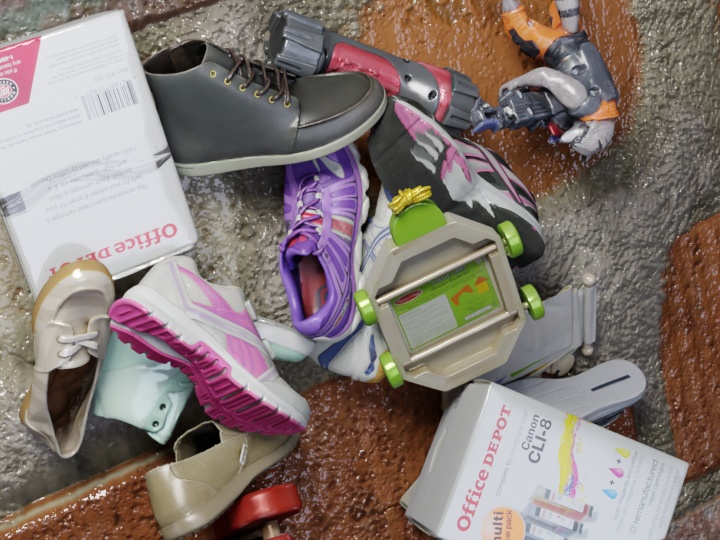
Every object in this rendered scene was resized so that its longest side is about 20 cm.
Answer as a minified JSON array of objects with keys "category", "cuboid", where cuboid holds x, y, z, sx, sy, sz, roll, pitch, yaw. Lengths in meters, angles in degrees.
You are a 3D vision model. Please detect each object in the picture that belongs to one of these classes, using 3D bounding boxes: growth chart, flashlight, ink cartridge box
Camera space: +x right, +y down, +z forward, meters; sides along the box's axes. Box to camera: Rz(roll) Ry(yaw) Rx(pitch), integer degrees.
[{"category":"growth chart","cuboid":[0.161,0.078,1.134,0.198,0.018,0.146,-21,138,-20]},{"category":"flashlight","cuboid":[0.010,-0.175,1.025,0.198,0.068,0.069,15,89,-26]},{"category":"ink cartridge box","cuboid":[-0.235,-0.095,0.926,0.144,0.083,0.202,-22,109,-17]},{"category":"ink cartridge box","cuboid":[0.163,0.202,1.027,0.198,0.145,0.147,22,82,-5]}]

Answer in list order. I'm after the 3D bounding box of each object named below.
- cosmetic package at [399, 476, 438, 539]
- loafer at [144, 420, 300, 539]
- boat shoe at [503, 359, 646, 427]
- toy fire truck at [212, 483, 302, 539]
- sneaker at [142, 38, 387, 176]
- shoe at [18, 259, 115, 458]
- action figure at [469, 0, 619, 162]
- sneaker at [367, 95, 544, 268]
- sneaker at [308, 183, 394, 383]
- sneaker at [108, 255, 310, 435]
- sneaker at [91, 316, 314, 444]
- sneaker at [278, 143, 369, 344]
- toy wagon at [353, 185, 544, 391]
[{"category":"cosmetic package","cuboid":[0.146,0.266,1.129,0.200,0.073,0.104,45,82,-4]},{"category":"loafer","cuboid":[-0.117,0.158,0.987,0.076,0.200,0.068,-26,98,29]},{"category":"boat shoe","cuboid":[0.208,0.152,1.166,0.198,0.072,0.071,-10,137,-20]},{"category":"toy fire truck","cuboid":[-0.129,0.271,0.988,0.166,0.200,0.113,-12,74,-20]},{"category":"sneaker","cuboid":[-0.079,-0.149,0.944,0.198,0.075,0.107,-15,133,1]},{"category":"shoe","cuboid":[-0.235,0.076,0.922,0.069,0.054,0.201,-10,139,-36]},{"category":"action figure","cuboid":[0.178,-0.193,1.051,0.199,0.104,0.195,-28,94,-45]},{"category":"sneaker","cuboid":[0.087,-0.087,1.021,0.080,0.087,0.200,-32,116,32]},{"category":"sneaker","cuboid":[0.000,0.000,1.047,0.087,0.075,0.203,12,89,6]},{"category":"sneaker","cuboid":[-0.108,0.061,0.931,0.200,0.081,0.089,46,50,-26]},{"category":"sneaker","cuboid":[-0.143,0.095,1.005,0.198,0.074,0.120,6,91,-14]},{"category":"sneaker","cuboid":[-0.037,-0.038,0.993,0.080,0.083,0.203,-10,81,22]},{"category":"toy wagon","cuboid":[0.071,0.010,0.986,0.154,0.040,0.202,-25,117,-3]}]
